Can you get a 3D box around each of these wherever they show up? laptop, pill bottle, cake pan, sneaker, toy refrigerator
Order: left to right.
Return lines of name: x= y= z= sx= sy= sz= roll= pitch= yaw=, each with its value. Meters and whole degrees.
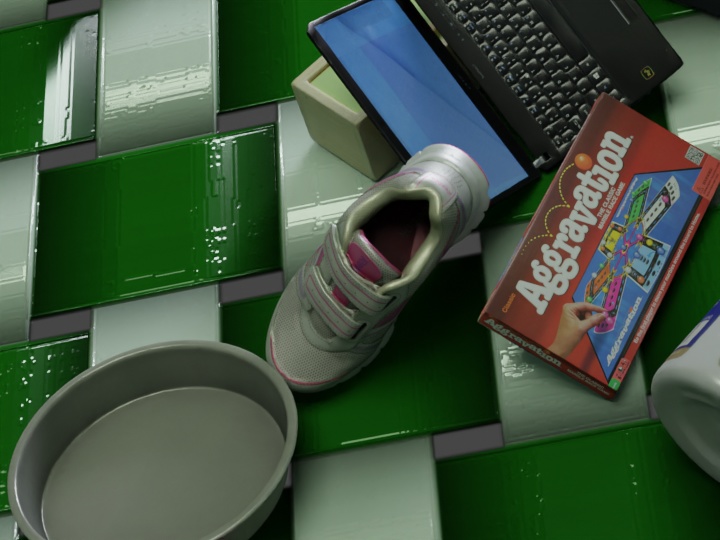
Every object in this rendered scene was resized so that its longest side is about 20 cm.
cake pan: x=-0.134 y=0.129 z=1.473 sx=0.199 sy=0.037 sz=0.201 roll=-10 pitch=42 yaw=9
sneaker: x=0.000 y=0.000 z=1.475 sx=0.081 sy=0.088 sz=0.200 roll=39 pitch=104 yaw=9
toy refrigerator: x=0.049 y=-0.167 z=1.650 sx=0.200 sy=0.070 sz=0.076 roll=-41 pitch=52 yaw=-18
laptop: x=0.096 y=-0.157 z=1.552 sx=0.200 sy=0.103 sz=0.178 roll=-37 pitch=85 yaw=5
pill bottle: x=0.285 y=0.038 z=1.378 sx=0.119 sy=0.120 sz=0.200 roll=30 pitch=66 yaw=34

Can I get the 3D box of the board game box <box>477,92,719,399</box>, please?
board game box: x=0.165 y=-0.020 z=1.496 sx=0.103 sy=0.019 sz=0.200 roll=30 pitch=61 yaw=0

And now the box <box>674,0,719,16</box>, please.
box: x=0.262 y=-0.310 z=1.670 sx=0.196 sy=0.118 sz=0.200 roll=24 pitch=64 yaw=32
